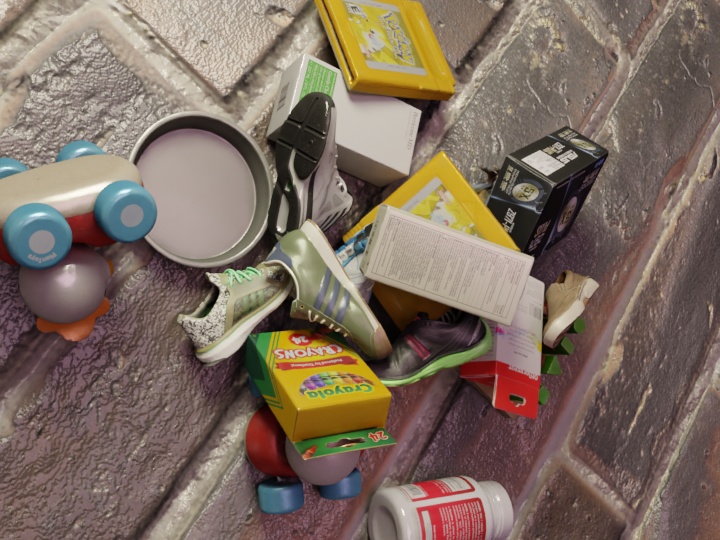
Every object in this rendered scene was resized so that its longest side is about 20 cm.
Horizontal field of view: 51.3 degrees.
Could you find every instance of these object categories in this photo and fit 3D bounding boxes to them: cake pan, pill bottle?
[{"bbox_3d":[-0.210,-0.104,0.978,0.197,0.037,0.204,2,85,-29],"label":"cake pan"},{"bbox_3d":[0.119,0.361,1.085,0.197,0.112,0.114,0,86,-29],"label":"pill bottle"}]

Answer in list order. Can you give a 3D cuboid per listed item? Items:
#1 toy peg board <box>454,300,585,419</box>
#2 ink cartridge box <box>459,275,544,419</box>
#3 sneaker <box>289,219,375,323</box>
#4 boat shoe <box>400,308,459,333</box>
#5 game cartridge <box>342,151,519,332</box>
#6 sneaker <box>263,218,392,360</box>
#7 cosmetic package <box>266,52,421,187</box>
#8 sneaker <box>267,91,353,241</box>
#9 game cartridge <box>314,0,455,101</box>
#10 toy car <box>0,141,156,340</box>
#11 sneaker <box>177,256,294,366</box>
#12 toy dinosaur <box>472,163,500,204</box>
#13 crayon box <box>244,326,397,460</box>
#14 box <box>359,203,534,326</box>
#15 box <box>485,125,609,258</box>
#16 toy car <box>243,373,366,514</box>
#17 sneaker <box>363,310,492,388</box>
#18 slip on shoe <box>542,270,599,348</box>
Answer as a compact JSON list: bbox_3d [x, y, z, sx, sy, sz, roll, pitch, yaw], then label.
[{"bbox_3d":[0.248,0.098,1.185,0.199,0.097,0.201,43,67,-20],"label":"toy peg board"},{"bbox_3d":[0.204,0.103,1.075,0.115,0.067,0.203,22,68,-41],"label":"ink cartridge box"},{"bbox_3d":[0.000,0.000,1.028,0.199,0.075,0.087,-35,101,15],"label":"sneaker"},{"bbox_3d":[0.100,0.075,1.118,0.074,0.062,0.201,34,71,6],"label":"boat shoe"},{"bbox_3d":[0.092,-0.033,1.047,0.199,0.032,0.177,-40,80,12],"label":"game cartridge"},{"bbox_3d":[-0.048,0.042,0.953,0.089,0.067,0.202,-32,87,-11],"label":"sneaker"},{"bbox_3d":[-0.022,-0.208,1.065,0.197,0.084,0.109,18,75,-26],"label":"cosmetic package"},{"bbox_3d":[-0.054,-0.138,1.002,0.115,0.075,0.203,-13,127,-52],"label":"sneaker"},{"bbox_3d":[0.040,-0.331,1.088,0.198,0.032,0.179,-6,66,-37],"label":"game cartridge"},{"bbox_3d":[-0.323,-0.017,0.854,0.175,0.184,0.203,-20,125,-29],"label":"toy car"},{"bbox_3d":[-0.157,0.025,0.968,0.201,0.076,0.089,-52,122,-23],"label":"sneaker"},{"bbox_3d":[0.175,-0.075,1.167,0.199,0.105,0.183,27,92,-35],"label":"toy dinosaur"},{"bbox_3d":[-0.049,0.141,0.907,0.125,0.200,0.052,-3,117,-30],"label":"crayon box"},{"bbox_3d":[0.106,-0.008,0.946,0.197,0.078,0.096,20,95,-8],"label":"box"},{"bbox_3d":[0.274,-0.110,1.144,0.086,0.165,0.199,36,40,23],"label":"box"},{"bbox_3d":[-0.041,0.216,0.956,0.174,0.199,0.188,-3,88,-29],"label":"toy car"},{"bbox_3d":[0.076,0.102,1.003,0.197,0.077,0.085,-20,86,-10],"label":"sneaker"},{"bbox_3d":[0.301,0.050,1.118,0.060,0.077,0.199,37,37,13],"label":"slip on shoe"}]
